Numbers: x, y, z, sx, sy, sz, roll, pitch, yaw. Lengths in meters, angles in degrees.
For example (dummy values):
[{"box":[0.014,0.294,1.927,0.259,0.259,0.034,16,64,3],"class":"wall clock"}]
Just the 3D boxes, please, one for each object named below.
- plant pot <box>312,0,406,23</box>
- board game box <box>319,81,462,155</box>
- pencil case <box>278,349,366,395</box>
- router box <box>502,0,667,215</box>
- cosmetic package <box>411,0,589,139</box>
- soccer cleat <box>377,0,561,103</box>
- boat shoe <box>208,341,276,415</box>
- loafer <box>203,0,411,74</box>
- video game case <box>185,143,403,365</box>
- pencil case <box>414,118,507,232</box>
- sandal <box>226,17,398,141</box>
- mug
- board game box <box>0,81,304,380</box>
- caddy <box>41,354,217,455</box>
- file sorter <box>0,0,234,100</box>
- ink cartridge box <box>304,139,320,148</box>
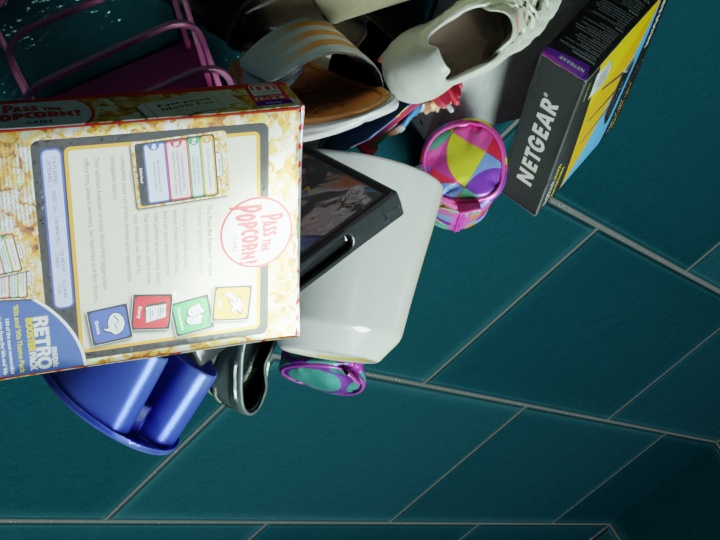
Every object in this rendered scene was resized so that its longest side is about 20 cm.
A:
[{"box":[0.033,-0.260,0.743,0.182,0.202,0.201,-22,151,7],"class":"plant pot"},{"box":[0.042,-0.134,0.933,0.158,0.039,0.200,-48,-166,-22],"class":"board game box"},{"box":[-0.014,0.017,1.083,0.092,0.202,0.085,-8,148,40],"class":"pencil case"},{"box":[0.201,-0.162,1.028,0.149,0.051,0.201,-47,163,-25],"class":"router box"},{"box":[0.134,-0.216,1.015,0.150,0.052,0.201,-17,148,-29],"class":"cosmetic package"},{"box":[0.097,-0.179,0.808,0.200,0.070,0.077,-40,-161,-29],"class":"soccer cleat"},{"box":[-0.088,0.046,1.076,0.072,0.062,0.202,3,117,-49],"class":"boat shoe"},{"box":[-0.028,-0.189,0.882,0.198,0.072,0.073,-5,141,-39],"class":"loafer"},{"box":[-0.097,-0.032,0.822,0.180,0.199,0.026,-37,130,-20],"class":"video game case"},{"box":[0.092,-0.084,1.073,0.088,0.089,0.200,-32,176,1],"class":"pencil case"},{"box":[-0.049,-0.137,0.753,0.079,0.206,0.060,-22,118,-19],"class":"sandal"},{"box":[0.000,-0.002,0.946,0.185,0.155,0.149,14,169,-32],"class":"mug"},{"box":[-0.133,-0.023,0.653,0.198,0.046,0.153,-7,118,-19],"class":"board game box"},{"box":[-0.220,0.079,0.987,0.105,0.200,0.141,-52,143,5],"class":"caddy"},{"box":[-0.151,-0.105,0.764,0.138,0.201,0.126,-25,147,-9],"class":"file sorter"},{"box":[-0.121,-0.063,1.010,0.144,0.048,0.201,-15,144,-29],"class":"ink cartridge box"}]
